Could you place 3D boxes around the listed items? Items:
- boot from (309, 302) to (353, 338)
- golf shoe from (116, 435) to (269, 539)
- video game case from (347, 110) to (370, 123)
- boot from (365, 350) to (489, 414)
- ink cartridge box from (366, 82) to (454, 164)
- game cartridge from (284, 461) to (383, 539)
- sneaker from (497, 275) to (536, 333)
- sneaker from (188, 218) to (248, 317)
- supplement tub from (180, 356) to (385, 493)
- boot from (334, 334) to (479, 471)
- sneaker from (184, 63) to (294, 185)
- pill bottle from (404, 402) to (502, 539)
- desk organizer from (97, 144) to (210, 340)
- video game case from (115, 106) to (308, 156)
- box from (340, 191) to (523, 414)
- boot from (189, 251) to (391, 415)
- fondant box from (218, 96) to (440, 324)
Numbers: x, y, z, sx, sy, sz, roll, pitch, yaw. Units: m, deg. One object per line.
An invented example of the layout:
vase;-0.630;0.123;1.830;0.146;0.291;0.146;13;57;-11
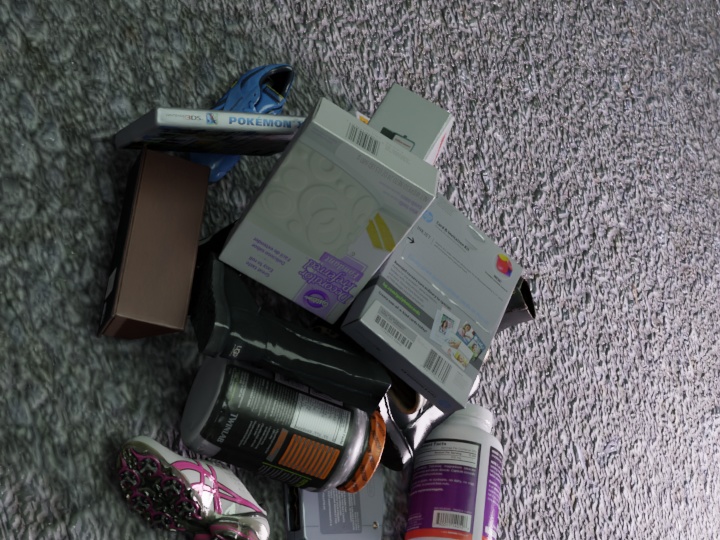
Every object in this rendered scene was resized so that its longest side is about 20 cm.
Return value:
boot;0.020;0.094;1.344;0.204;0.073;0.154;44;53;-21
golf shoe;-0.174;0.231;1.110;0.200;0.073;0.092;48;27;-26
video game case;0.035;-0.099;1.405;0.200;0.023;0.182;16;66;-64
boot;0.060;0.045;1.201;0.155;0.072;0.200;-31;102;-44
ink cartridge box;0.019;-0.098;1.236;0.083;0.147;0.200;32;79;4
game cartridge;-0.031;0.245;1.261;0.133;0.040;0.200;10;68;-38
sneaker;0.162;-0.001;1.473;0.200;0.106;0.075;57;31;-22
sneaker;-0.139;-0.023;1.199;0.073;0.112;0.200;57;45;-11
supplement tub;-0.081;0.165;1.150;0.200;0.123;0.123;24;58;-21
boot;0.056;0.117;1.280;0.168;0.076;0.200;-43;121;-32
sneaker;-0.142;-0.185;1.284;0.066;0.078;0.200;49;49;-23
pill bottle;0.120;0.273;1.341;0.112;0.112;0.200;30;56;-33
desk organizer;-0.219;-0.024;1.137;0.077;0.072;0.200;15;64;-20
video game case;-0.152;-0.146;1.138;0.182;0.200;0.022;0;90;-24
box;0.083;0.029;1.153;0.156;0.041;0.200;40;56;-18
boot;-0.075;0.065;1.121;0.200;0.066;0.165;19;27;-21
fondant box;-0.033;-0.056;1.087;0.144;0.200;0.058;30;35;-12
